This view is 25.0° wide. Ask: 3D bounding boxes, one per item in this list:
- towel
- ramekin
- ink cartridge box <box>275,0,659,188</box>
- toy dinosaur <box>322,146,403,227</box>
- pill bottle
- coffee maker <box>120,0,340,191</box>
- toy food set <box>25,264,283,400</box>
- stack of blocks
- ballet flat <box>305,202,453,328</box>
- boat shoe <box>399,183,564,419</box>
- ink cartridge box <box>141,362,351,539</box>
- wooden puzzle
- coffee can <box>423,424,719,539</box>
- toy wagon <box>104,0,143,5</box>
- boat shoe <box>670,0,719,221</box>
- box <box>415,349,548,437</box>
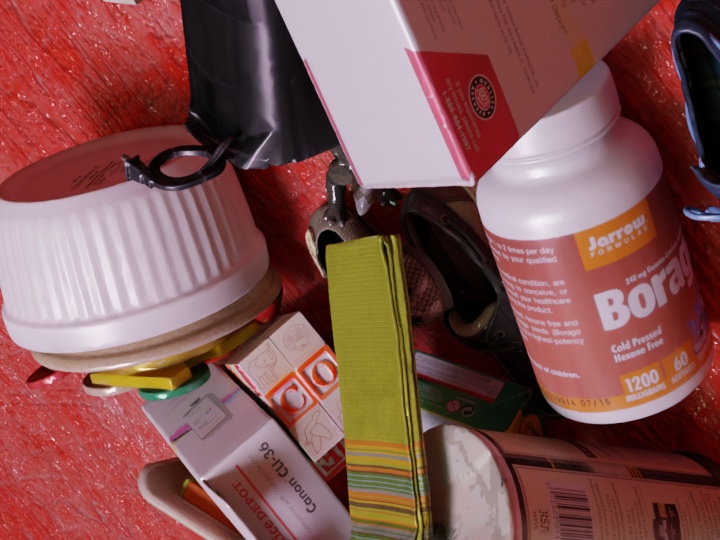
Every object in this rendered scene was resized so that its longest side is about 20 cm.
[{"bbox_3d":[0.007,0.080,1.014,0.086,0.018,0.202,-9,87,57],"label":"towel"},{"bbox_3d":[-0.173,-0.030,1.173,0.199,0.200,0.106,3,115,41],"label":"ramekin"},{"bbox_3d":[0.058,-0.155,0.841,0.083,0.200,0.146,-1,123,46],"label":"ink cartridge box"},{"bbox_3d":[-0.011,-0.099,1.067,0.103,0.076,0.201,102,148,-43],"label":"toy dinosaur"},{"bbox_3d":[0.134,-0.019,0.961,0.112,0.112,0.201,3,126,41],"label":"pill bottle"},{"bbox_3d":[-0.055,-0.170,0.935,0.134,0.192,0.201,15,133,27],"label":"coffee maker"},{"bbox_3d":[-0.154,0.038,1.205,0.199,0.198,0.049,2,114,38],"label":"toy food set"},{"bbox_3d":[-0.043,0.095,1.196,0.115,0.058,0.200,50,171,-3],"label":"stack of blocks"},{"bbox_3d":[0.000,0.000,1.098,0.200,0.046,0.068,31,150,62],"label":"ballet flat"},{"bbox_3d":[0.084,0.024,1.082,0.073,0.065,0.201,-18,110,49],"label":"boat shoe"},{"bbox_3d":[-0.074,0.146,1.149,0.117,0.067,0.200,54,171,-26],"label":"ink cartridge box"},{"bbox_3d":[-0.063,0.207,1.318,0.199,0.185,0.037,34,101,18],"label":"wooden puzzle"},{"bbox_3d":[0.130,0.180,1.034,0.146,0.199,0.148,-24,61,54],"label":"coffee can"},{"bbox_3d":[-0.131,-0.262,0.954,0.039,0.155,0.202,9,114,11],"label":"toy wagon"},{"bbox_3d":[0.206,-0.062,0.891,0.084,0.069,0.201,-8,118,46],"label":"boat shoe"},{"bbox_3d":[0.086,0.140,1.168,0.117,0.048,0.201,18,149,30],"label":"box"}]
